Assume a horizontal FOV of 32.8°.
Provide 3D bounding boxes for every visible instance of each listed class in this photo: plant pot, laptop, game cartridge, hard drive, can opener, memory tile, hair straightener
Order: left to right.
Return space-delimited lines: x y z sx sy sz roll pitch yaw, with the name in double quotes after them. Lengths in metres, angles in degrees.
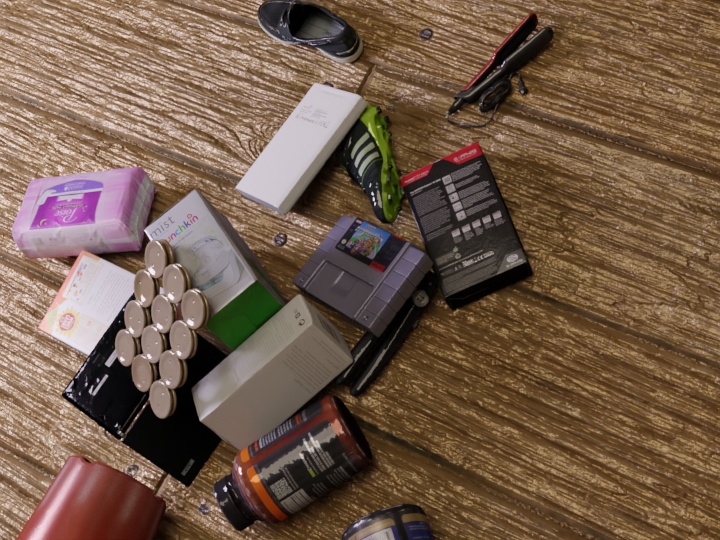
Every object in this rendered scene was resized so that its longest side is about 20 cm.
-0.357 0.361 1.588 0.198 0.201 0.197 14 64 24 "plant pot"
-0.277 0.162 1.693 0.199 0.103 0.178 29 78 31 "laptop"
-0.259 0.075 1.590 0.153 0.017 0.202 47 127 33 "memory tile"
-0.087 -0.180 1.785 0.201 0.026 0.131 -54 36 -8 "hard drive"
0.000 0.000 1.658 0.130 0.038 0.199 -56 38 -5 "game cartridge"
0.037 0.080 1.646 0.063 0.079 0.202 31 81 -12 "can opener"
0.202 -0.275 1.744 0.200 0.041 0.077 -43 61 -3 "hair straightener"

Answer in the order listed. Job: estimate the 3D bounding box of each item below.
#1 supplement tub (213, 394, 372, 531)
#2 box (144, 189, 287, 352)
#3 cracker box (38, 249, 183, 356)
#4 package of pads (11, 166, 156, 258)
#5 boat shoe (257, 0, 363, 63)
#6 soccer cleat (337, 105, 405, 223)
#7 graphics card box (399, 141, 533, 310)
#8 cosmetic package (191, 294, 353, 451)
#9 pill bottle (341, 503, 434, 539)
-0.091 0.253 1.579 0.199 0.107 0.108 -32 61 3 "supplement tub"
-0.178 0.015 1.660 0.096 0.200 0.177 -38 62 0 "box"
-0.353 0.071 1.777 0.198 0.058 0.135 23 78 27 "cracker box"
-0.415 -0.085 1.847 0.197 0.076 0.122 -5 50 16 "package of pads"
-0.087 -0.380 1.876 0.198 0.066 0.075 33 81 28 "boat shoe"
0.012 -0.145 1.747 0.080 0.067 0.202 -22 55 20 "soccer cleat"
0.142 -0.061 1.667 0.124 0.051 0.202 -24 61 7 "graphics card box"
-0.117 0.138 1.620 0.199 0.102 0.074 -39 38 7 "cosmetic package"
0.056 0.393 1.464 0.111 0.112 0.202 -24 62 8 "pill bottle"
